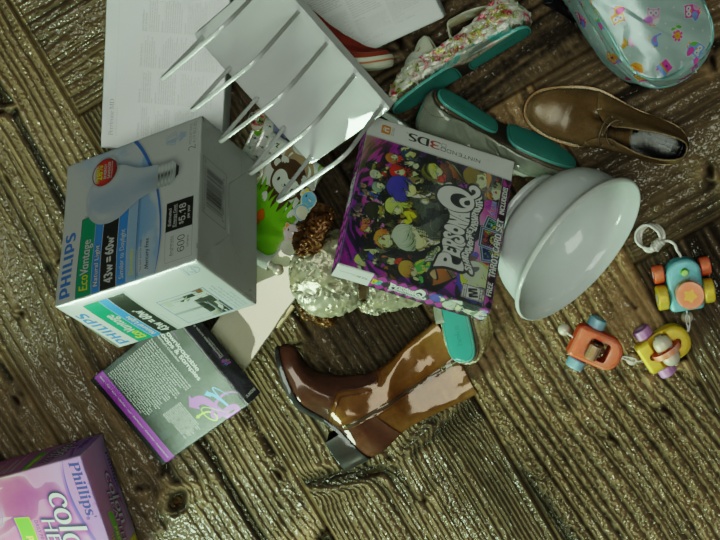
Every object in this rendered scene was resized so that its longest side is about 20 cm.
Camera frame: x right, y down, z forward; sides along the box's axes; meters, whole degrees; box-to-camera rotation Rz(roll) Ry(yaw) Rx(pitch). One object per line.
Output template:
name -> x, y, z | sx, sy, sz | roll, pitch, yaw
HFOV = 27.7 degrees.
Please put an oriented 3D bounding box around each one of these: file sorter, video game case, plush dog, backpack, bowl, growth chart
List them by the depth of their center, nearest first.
file sorter -> -0.095, -0.193, 1.594 | 0.200, 0.125, 0.139 | 47, 132, -14
video game case -> 0.073, -0.060, 1.640 | 0.181, 0.036, 0.201 | 17, 62, -9
backpack -> 0.308, -0.299, 1.649 | 0.167, 0.127, 0.200 | -31, 99, 8
plush dog -> 0.000, 0.000, 1.686 | 0.171, 0.161, 0.201 | -12, 126, -13
bowl -> 0.224, -0.047, 1.692 | 0.090, 0.201, 0.201 | 44, 104, 28
growth chart -> -0.106, -0.104, 1.738 | 0.144, 0.018, 0.201 | 20, 89, 31

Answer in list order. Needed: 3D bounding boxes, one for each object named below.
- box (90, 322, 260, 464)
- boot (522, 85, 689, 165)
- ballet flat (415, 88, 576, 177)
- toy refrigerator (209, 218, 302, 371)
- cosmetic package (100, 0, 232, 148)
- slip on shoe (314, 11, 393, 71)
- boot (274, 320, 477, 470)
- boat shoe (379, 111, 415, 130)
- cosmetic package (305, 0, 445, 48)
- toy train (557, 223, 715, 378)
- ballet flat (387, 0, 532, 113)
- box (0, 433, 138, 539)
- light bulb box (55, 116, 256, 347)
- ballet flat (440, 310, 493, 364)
box -> -0.228, 0.142, 1.791 | 0.143, 0.036, 0.200 | 51, 133, -4
boot -> 0.287, -0.169, 1.700 | 0.199, 0.075, 0.074 | 15, 101, 3
ballet flat -> 0.157, -0.148, 1.724 | 0.199, 0.067, 0.064 | 26, 123, -10
toy refrigerator -> -0.111, 0.032, 1.782 | 0.070, 0.076, 0.200 | 35, 102, -1
cosmetic package -> -0.230, -0.242, 1.757 | 0.150, 0.052, 0.201 | 6, 101, 3
slip on shoe -> -0.057, -0.266, 1.660 | 0.199, 0.074, 0.061 | 16, 100, 8
boot -> 0.016, 0.125, 1.789 | 0.200, 0.068, 0.189 | -34, 95, 10
boat shoe -> 0.065, -0.131, 1.733 | 0.200, 0.076, 0.060 | 35, 96, 0
cosmetic package -> -0.021, -0.326, 1.710 | 0.199, 0.052, 0.151 | -23, 100, 10
toy train -> 0.336, 0.053, 1.740 | 0.150, 0.056, 0.200 | 29, 102, -6
ballet flat -> 0.107, -0.258, 1.714 | 0.200, 0.076, 0.064 | -31, 75, 4
box -> -0.403, 0.326, 1.859 | 0.199, 0.097, 0.177 | -16, 98, 8
light bulb box -> -0.233, -0.042, 1.689 | 0.199, 0.125, 0.199 | -18, 56, 24
ballet flat -> 0.119, 0.012, 1.759 | 0.070, 0.065, 0.201 | 1, 107, 31
